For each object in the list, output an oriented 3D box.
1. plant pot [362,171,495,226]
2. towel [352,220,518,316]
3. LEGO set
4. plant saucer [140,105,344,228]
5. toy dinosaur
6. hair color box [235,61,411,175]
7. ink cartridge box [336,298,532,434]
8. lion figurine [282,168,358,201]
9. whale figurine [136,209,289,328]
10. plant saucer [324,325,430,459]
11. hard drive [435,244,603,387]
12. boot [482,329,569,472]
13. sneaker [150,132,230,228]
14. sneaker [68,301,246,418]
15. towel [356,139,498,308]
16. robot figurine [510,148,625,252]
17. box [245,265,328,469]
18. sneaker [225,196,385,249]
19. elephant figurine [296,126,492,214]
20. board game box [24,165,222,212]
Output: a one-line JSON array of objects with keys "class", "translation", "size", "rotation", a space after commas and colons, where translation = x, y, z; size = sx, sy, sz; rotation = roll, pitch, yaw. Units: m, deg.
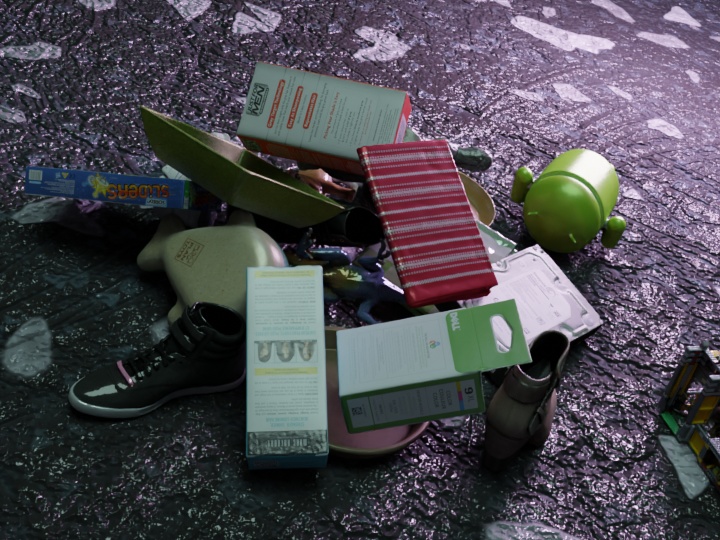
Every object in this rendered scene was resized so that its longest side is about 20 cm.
[{"class": "plant pot", "translation": [0.096, -0.098, 1.597], "size": [0.197, 0.028, 0.201], "rotation": [11, 34, -7]}, {"class": "towel", "translation": [0.097, -0.014, 1.454], "size": [0.148, 0.031, 0.200], "rotation": [34, 48, 20]}, {"class": "LEGO set", "translation": [0.445, 0.164, 1.289], "size": [0.151, 0.117, 0.201], "rotation": [5, 36, -16]}, {"class": "plant saucer", "translation": [-0.146, -0.113, 1.323], "size": [0.199, 0.048, 0.199], "rotation": [32, 9, 34]}, {"class": "toy dinosaur", "translation": [0.000, 0.000, 1.345], "size": [0.180, 0.106, 0.200], "rotation": [12, 14, -35]}, {"class": "hair color box", "translation": [-0.045, -0.186, 1.390], "size": [0.197, 0.103, 0.061], "rotation": [14, -10, 11]}, {"class": "ink cartridge box", "translation": [0.076, 0.100, 1.161], "size": [0.197, 0.060, 0.104], "rotation": [-11, 35, 4]}, {"class": "lion figurine", "translation": [-0.062, -0.129, 1.542], "size": [0.121, 0.073, 0.201], "rotation": [19, 28, 0]}, {"class": "whale figurine", "translation": [-0.164, 0.006, 1.278], "size": [0.198, 0.104, 0.160], "rotation": [23, 76, 34]}, {"class": "plant saucer", "translation": [-0.018, 0.134, 1.217], "size": [0.197, 0.030, 0.201], "rotation": [12, 35, -8]}, {"class": "hard drive", "translation": [0.199, 0.051, 1.387], "size": [0.199, 0.038, 0.140], "rotation": [-20, 65, -42]}, {"class": "boot", "translation": [0.190, 0.125, 1.210], "size": [0.070, 0.148, 0.200], "rotation": [25, 35, 13]}, {"class": "sneaker", "translation": [-0.220, -0.127, 1.468], "size": [0.086, 0.075, 0.201], "rotation": [10, 34, -1]}, {"class": "sneaker", "translation": [-0.203, 0.085, 1.145], "size": [0.198, 0.100, 0.071], "rotation": [-11, 43, -32]}, {"class": "towel", "translation": [0.079, -0.057, 1.321], "size": [0.143, 0.022, 0.203], "rotation": [-9, 75, -38]}, {"class": "robot figurine", "translation": [0.304, -0.101, 1.607], "size": [0.174, 0.117, 0.200], "rotation": [30, 36, 11]}, {"class": "box", "translation": [-0.076, 0.097, 1.133], "size": [0.081, 0.049, 0.203], "rotation": [-1, 66, -3]}, {"class": "sneaker", "translation": [-0.066, -0.069, 1.403], "size": [0.197, 0.076, 0.106], "rotation": [4, 2, -16]}, {"class": "elephant figurine", "translation": [0.049, -0.144, 1.461], "size": [0.199, 0.156, 0.141], "rotation": [36, 10, 9]}, {"class": "board game box", "translation": [-0.279, -0.097, 1.333], "size": [0.197, 0.035, 0.135], "rotation": [6, 3, 13]}]
